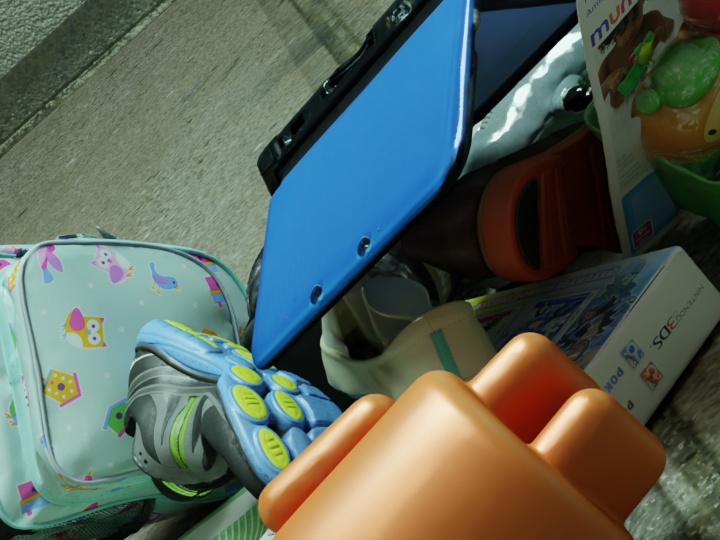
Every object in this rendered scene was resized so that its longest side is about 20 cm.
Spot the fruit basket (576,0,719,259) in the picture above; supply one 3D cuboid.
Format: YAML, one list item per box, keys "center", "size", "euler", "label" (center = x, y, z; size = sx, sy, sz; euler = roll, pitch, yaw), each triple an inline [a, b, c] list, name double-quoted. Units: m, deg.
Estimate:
- center: [0.174, -0.119, 1.075]
  size: [0.185, 0.094, 0.200]
  euler: [-48, -28, -21]
  label: "fruit basket"

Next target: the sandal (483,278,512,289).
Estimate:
- center: [0.108, -0.059, 1.322]
  size: [0.075, 0.045, 0.200]
  euler: [-27, 21, 40]
  label: "sandal"

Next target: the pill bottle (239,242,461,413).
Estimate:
- center: [0.000, 0.000, 1.307]
  size: [0.112, 0.112, 0.200]
  euler: [-33, 18, 32]
  label: "pill bottle"

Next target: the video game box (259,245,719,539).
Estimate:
- center: [0.056, 0.078, 1.082]
  size: [0.182, 0.047, 0.200]
  euler: [-52, 18, -26]
  label: "video game box"

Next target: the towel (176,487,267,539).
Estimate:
- center: [-0.090, 0.183, 1.203]
  size: [0.152, 0.023, 0.200]
  euler: [-37, 16, 18]
  label: "towel"

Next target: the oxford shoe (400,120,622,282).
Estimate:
- center: [0.090, -0.038, 1.148]
  size: [0.072, 0.071, 0.200]
  euler: [-3, 7, 32]
  label: "oxford shoe"

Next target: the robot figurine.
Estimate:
- center: [0.028, 0.121, 0.894]
  size: [0.200, 0.144, 0.117]
  euler: [-47, 0, 2]
  label: "robot figurine"

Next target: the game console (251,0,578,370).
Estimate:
- center: [0.039, -0.056, 1.072]
  size: [0.170, 0.119, 0.200]
  euler: [-10, -22, -37]
  label: "game console"

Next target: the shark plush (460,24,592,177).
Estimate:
- center: [0.120, -0.093, 1.194]
  size: [0.200, 0.091, 0.083]
  euler: [-34, 15, 28]
  label: "shark plush"

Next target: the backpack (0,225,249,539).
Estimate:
- center: [-0.143, 0.065, 1.328]
  size: [0.200, 0.176, 0.153]
  euler: [-2, -18, -42]
  label: "backpack"

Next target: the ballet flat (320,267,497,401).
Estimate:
- center: [0.017, 0.029, 1.104]
  size: [0.069, 0.069, 0.200]
  euler: [-45, 15, -9]
  label: "ballet flat"

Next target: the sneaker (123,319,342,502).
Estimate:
- center: [-0.068, 0.085, 1.166]
  size: [0.199, 0.071, 0.083]
  euler: [26, 99, 60]
  label: "sneaker"
